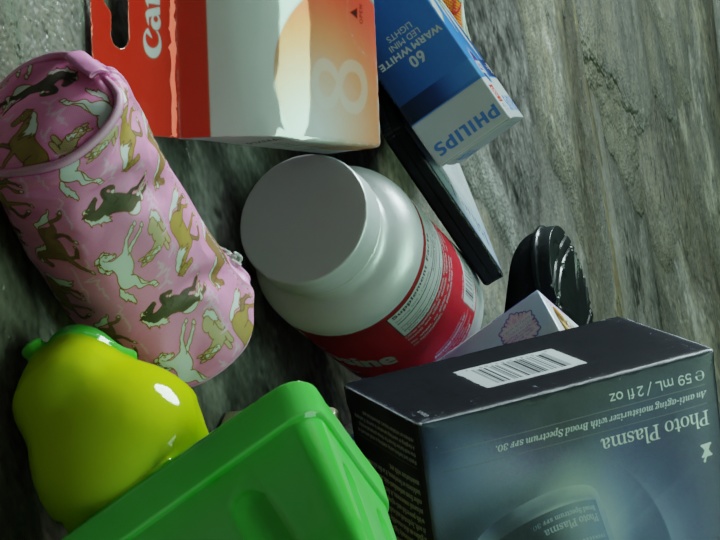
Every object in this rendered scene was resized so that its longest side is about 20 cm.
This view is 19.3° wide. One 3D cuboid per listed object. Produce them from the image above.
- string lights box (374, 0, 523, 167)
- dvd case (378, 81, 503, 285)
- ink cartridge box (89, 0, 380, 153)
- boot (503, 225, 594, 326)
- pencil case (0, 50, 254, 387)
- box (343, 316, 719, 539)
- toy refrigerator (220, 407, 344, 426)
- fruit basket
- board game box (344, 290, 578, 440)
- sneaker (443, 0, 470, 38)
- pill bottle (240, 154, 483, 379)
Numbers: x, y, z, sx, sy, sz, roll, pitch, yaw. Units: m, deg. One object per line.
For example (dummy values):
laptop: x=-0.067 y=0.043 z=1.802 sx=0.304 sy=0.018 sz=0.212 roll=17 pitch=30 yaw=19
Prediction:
string lights box: x=0.024 y=-0.165 z=1.391 sx=0.200 sy=0.059 sz=0.103 roll=55 pitch=10 yaw=1
dvd case: x=0.041 y=-0.093 z=1.477 sx=0.143 sy=0.018 sz=0.200 roll=54 pitch=11 yaw=-32
ink cartridge box: x=-0.069 y=-0.155 z=1.220 sx=0.200 sy=0.050 sz=0.163 roll=2 pitch=85 yaw=-52
boot: x=0.088 y=0.056 z=1.529 sx=0.073 sy=0.162 sz=0.199 roll=-71 pitch=150 yaw=-44
pencil case: x=-0.124 y=-0.022 z=1.089 sx=0.200 sy=0.082 sz=0.087 roll=60 pitch=33 yaw=-48
box: x=0.114 y=0.152 z=1.284 sx=0.123 sy=0.199 sz=0.199 roll=-157 pitch=-123 yaw=-66
toy refrigerator: x=-0.029 y=0.178 z=1.322 sx=0.070 sy=0.076 sz=0.200 roll=-69 pitch=148 yaw=-48
fruit basket: x=-0.096 y=0.127 z=1.053 sx=0.156 sy=0.215 sz=0.216 roll=57 pitch=35 yaw=-52
board game box: x=0.092 y=0.119 z=1.447 sx=0.200 sy=0.199 sz=0.041 roll=39 pitch=20 yaw=-51
sneaker: x=0.044 y=-0.168 z=1.582 sx=0.200 sy=0.073 sz=0.077 roll=58 pitch=44 yaw=-47
pill bottle: x=0.000 y=0.000 z=1.374 sx=0.200 sy=0.112 sz=0.113 roll=42 pitch=48 yaw=-61
